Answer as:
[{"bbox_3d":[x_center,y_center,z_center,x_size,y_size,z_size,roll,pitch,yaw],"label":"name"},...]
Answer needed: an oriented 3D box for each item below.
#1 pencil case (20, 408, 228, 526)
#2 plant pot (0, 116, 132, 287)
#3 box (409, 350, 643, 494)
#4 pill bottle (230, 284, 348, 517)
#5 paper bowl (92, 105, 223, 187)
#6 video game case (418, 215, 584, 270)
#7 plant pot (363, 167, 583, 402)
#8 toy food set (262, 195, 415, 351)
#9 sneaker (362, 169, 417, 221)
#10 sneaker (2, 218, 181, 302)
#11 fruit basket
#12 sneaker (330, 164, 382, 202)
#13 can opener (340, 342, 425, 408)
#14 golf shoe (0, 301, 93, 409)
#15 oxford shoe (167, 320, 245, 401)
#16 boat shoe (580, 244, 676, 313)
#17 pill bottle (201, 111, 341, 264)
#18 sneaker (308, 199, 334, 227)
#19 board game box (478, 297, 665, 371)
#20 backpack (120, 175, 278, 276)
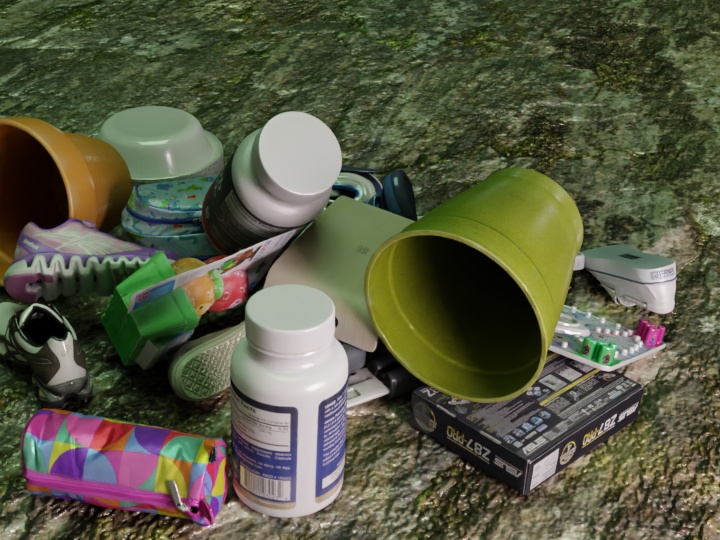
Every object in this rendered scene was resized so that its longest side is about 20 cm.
[{"bbox_3d":[-0.218,0.183,1.107,0.197,0.089,0.089,8,30,11],"label":"pencil case"},{"bbox_3d":[-0.385,-0.094,1.479,0.198,0.203,0.183,15,16,20],"label":"plant pot"},{"bbox_3d":[0.175,0.140,1.246,0.199,0.050,0.160,-24,41,-39],"label":"box"},{"bbox_3d":[-0.067,0.120,1.108,0.110,0.202,0.111,2,30,-1],"label":"pill bottle"},{"bbox_3d":[-0.292,-0.160,1.666,0.198,0.105,0.201,1,31,-1],"label":"paper bowl"},{"bbox_3d":[0.168,-0.037,1.547,0.180,0.023,0.200,-6,23,-14],"label":"video game case"},{"bbox_3d":[0.135,-0.004,1.220,0.199,0.202,0.193,18,41,24],"label":"plant pot"},{"bbox_3d":[0.000,0.000,1.326,0.142,0.061,0.200,21,42,19],"label":"toy food set"},{"bbox_3d":[0.031,-0.058,1.467,0.081,0.200,0.075,-6,68,-2],"label":"sneaker"},{"bbox_3d":[-0.300,-0.019,1.339,0.198,0.081,0.089,0,58,-15],"label":"sneaker"},{"bbox_3d":[-0.175,0.031,1.296,0.198,0.185,0.095,-18,76,-28],"label":"fruit basket"},{"bbox_3d":[-0.069,-0.117,1.601,0.198,0.082,0.146,15,11,10],"label":"sneaker"},{"bbox_3d":[0.034,0.100,1.284,0.198,0.068,0.053,-17,36,-30],"label":"can opener"},{"bbox_3d":[-0.349,0.065,1.286,0.077,0.095,0.199,-22,37,-34],"label":"golf shoe"},{"bbox_3d":[-0.129,0.088,1.296,0.199,0.076,0.057,-21,12,-36],"label":"oxford shoe"},{"bbox_3d":[0.325,0.011,1.464,0.073,0.066,0.200,-11,11,-8],"label":"boat shoe"},{"bbox_3d":[-0.098,-0.090,1.312,0.115,0.200,0.117,8,68,-21],"label":"pill bottle"},{"bbox_3d":[-0.038,-0.045,1.479,0.073,0.117,0.200,-13,33,-22],"label":"sneaker"},{"bbox_3d":[0.229,0.055,1.355,0.198,0.026,0.199,21,15,29],"label":"board game box"},{"bbox_3d":[-0.195,-0.048,1.464,0.198,0.155,0.164,-18,29,-3],"label":"backpack"}]
